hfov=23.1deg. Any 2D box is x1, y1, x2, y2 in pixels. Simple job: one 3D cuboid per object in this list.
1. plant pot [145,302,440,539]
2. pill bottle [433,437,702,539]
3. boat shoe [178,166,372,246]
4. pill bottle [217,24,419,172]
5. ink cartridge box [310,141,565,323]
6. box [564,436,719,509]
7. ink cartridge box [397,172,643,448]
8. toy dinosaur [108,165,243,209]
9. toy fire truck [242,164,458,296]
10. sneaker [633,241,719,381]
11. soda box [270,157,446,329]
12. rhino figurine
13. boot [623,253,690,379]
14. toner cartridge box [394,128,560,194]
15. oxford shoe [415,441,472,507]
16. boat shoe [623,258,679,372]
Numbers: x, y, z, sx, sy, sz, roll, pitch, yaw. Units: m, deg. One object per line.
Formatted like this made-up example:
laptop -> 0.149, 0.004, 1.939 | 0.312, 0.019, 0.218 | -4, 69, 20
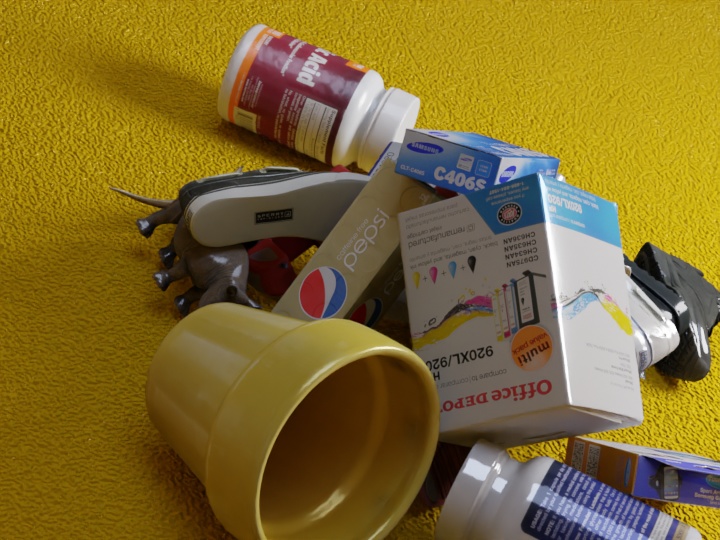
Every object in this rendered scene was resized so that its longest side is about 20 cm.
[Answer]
plant pot -> -0.070, 0.119, 1.439 | 0.201, 0.201, 0.189 | -16, 30, -40
pill bottle -> 0.168, 0.223, 1.450 | 0.200, 0.116, 0.116 | 26, 34, 11
boat shoe -> -0.069, -0.069, 1.638 | 0.200, 0.071, 0.064 | -3, 36, -20
pill bottle -> -0.045, -0.182, 1.932 | 0.200, 0.114, 0.114 | 23, 34, 8
ink cartridge box -> 0.074, -0.033, 1.732 | 0.200, 0.043, 0.196 | 13, 54, 31
box -> 0.265, 0.178, 1.534 | 0.119, 0.042, 0.200 | 10, 0, -12
ink cartridge box -> 0.137, 0.042, 1.508 | 0.145, 0.147, 0.200 | 16, 64, -54
toy dinosaur -> -0.147, -0.067, 1.755 | 0.101, 0.058, 0.200 | -9, 0, 37
toy fire truck -> -0.013, -0.032, 1.701 | 0.200, 0.049, 0.141 | -37, 49, -13
sneaker -> 0.342, 0.044, 1.831 | 0.091, 0.076, 0.200 | 15, 35, -15
soda box -> 0.000, 0.000, 1.616 | 0.068, 0.200, 0.064 | 40, 7, 29
rhino figurine -> -0.144, -0.001, 1.641 | 0.060, 0.087, 0.200 | 49, 11, -43
boot -> 0.200, 0.039, 1.679 | 0.198, 0.073, 0.162 | 36, 46, 26
toner cartridge box -> 0.111, -0.096, 1.619 | 0.095, 0.043, 0.200 | 17, 9, 19
oxford shoe -> 0.071, 0.143, 1.584 | 0.075, 0.070, 0.200 | 1, 29, 24
boat shoe -> 0.212, 0.012, 1.605 | 0.070, 0.071, 0.200 | -21, 49, -28
